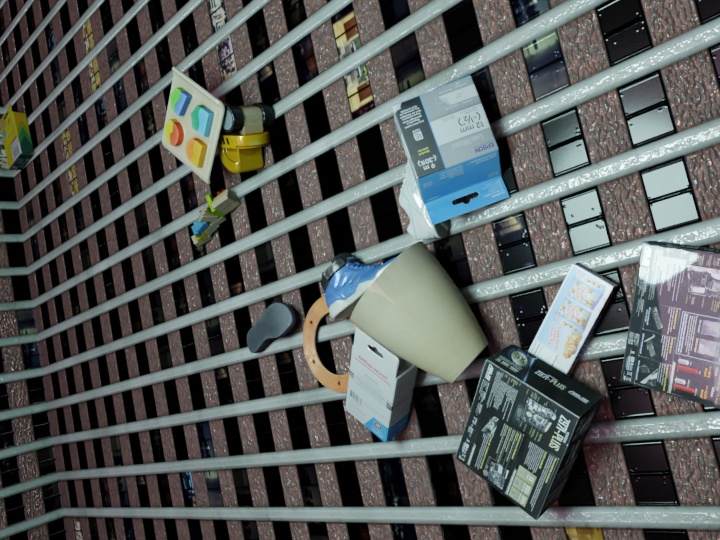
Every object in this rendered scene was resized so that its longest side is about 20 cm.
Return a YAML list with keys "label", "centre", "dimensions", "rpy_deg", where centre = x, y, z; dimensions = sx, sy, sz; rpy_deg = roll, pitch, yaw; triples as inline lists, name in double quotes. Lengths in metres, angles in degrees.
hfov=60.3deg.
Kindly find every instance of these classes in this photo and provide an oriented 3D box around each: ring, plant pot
- label: "ring"
  centre: [-0.046, 0.150, 1.290]
  dimensions: [0.198, 0.019, 0.205]
  rpy_deg: [2, 93, 40]
- label: "plant pot"
  centre: [0.115, 0.088, 1.059]
  dimensions: [0.200, 0.186, 0.188]
  rpy_deg: [44, 120, 14]

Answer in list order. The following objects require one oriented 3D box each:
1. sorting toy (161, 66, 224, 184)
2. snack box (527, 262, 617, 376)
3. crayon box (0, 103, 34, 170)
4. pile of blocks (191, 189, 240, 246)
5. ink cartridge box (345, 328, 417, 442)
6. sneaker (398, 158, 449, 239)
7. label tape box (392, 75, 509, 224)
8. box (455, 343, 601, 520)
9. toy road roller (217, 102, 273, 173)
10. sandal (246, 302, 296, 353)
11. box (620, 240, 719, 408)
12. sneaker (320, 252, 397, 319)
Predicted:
- label: "sorting toy"
  centre: [-0.380, -0.319, 1.373]
  dimensions: [0.184, 0.036, 0.203]
  rpy_deg: [38, 127, 27]
- label: "snack box"
  centre: [0.320, 0.094, 0.966]
  dimensions: [0.072, 0.024, 0.203]
  rpy_deg: [35, 115, 34]
- label: "crayon box"
  centre: [-1.261, -0.489, 2.274]
  dimensions: [0.126, 0.050, 0.204]
  rpy_deg: [-25, 77, 39]
- label: "pile of blocks"
  centre: [-0.374, -0.139, 1.511]
  dimensions: [0.200, 0.081, 0.063]
  rpy_deg: [-43, 67, 35]
- label: "ink cartridge box"
  centre: [0.040, 0.201, 1.153]
  dimensions: [0.115, 0.066, 0.203]
  rpy_deg: [33, 130, 34]
- label: "sneaker"
  centre: [0.100, -0.153, 1.111]
  dimensions: [0.079, 0.070, 0.205]
  rpy_deg: [-10, 87, 43]
- label: "label tape box"
  centre: [0.150, -0.198, 1.025]
  dimensions: [0.141, 0.066, 0.204]
  rpy_deg: [-19, 76, 4]
- label: "box"
  centre: [0.257, 0.248, 0.972]
  dimensions: [0.163, 0.085, 0.204]
  rpy_deg: [30, 121, 35]
- label: "toy road roller"
  centre: [-0.292, -0.302, 1.409]
  dimensions: [0.198, 0.122, 0.149]
  rpy_deg: [13, 112, 39]
- label: "sandal"
  centre: [-0.199, 0.127, 1.412]
  dimensions: [0.199, 0.042, 0.078]
  rpy_deg: [-34, 64, 47]
- label: "box"
  centre: [0.450, 0.071, 0.836]
  dimensions: [0.156, 0.049, 0.204]
  rpy_deg: [12, 101, 39]
- label: "sneaker"
  centre: [-0.001, 0.000, 1.203]
  dimensions: [0.199, 0.076, 0.113]
  rpy_deg: [-38, 66, 32]
